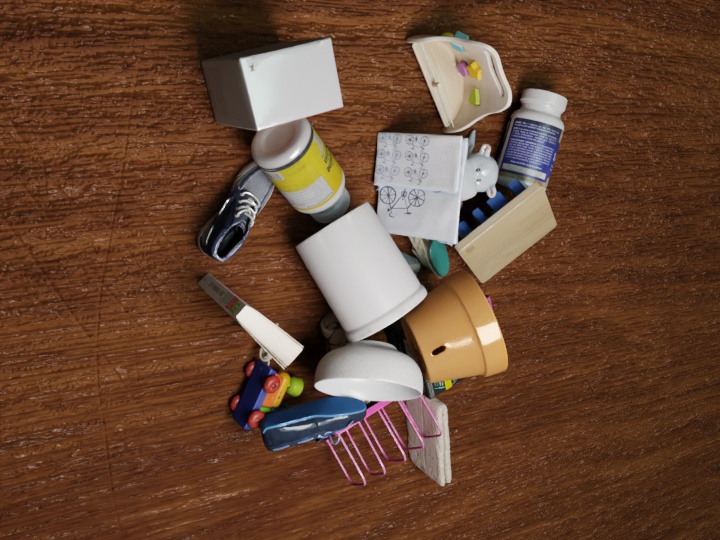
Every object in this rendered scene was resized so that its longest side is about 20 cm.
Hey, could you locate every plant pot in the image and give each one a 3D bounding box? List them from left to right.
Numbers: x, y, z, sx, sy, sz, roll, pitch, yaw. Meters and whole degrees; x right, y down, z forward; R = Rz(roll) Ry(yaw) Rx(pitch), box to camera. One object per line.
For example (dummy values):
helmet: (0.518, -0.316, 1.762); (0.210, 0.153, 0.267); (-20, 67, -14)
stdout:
plant pot: (0.162, 0.118, 1.265); (0.139, 0.200, 0.201); (-23, 115, -6)

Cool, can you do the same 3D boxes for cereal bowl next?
cereal bowl: (0.017, 0.180, 1.259); (0.199, 0.200, 0.084); (19, 64, -33)

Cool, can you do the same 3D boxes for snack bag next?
snack bag: (0.105, -0.156, 1.293); (0.021, 0.188, 0.201); (-10, 108, -56)

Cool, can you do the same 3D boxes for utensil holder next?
utensil holder: (0.000, 0.000, 1.248); (0.170, 0.170, 0.201); (-32, 95, -18)

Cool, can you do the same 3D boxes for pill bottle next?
pill bottle: (-0.095, -0.169, 1.194); (0.112, 0.112, 0.200); (-50, 142, -8)
pill bottle: (0.358, -0.269, 1.443); (0.115, 0.116, 0.201); (11, 99, -32)

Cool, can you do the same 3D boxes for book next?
book: (-0.193, 0.077, 1.173); (0.048, 0.200, 0.134); (-48, 121, -9)

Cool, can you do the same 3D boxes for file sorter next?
file sorter: (0.045, 0.332, 1.393); (0.199, 0.139, 0.126); (-28, 82, -21)

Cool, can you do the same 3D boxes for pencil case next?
pencil case: (-0.019, 0.174, 1.373); (0.089, 0.078, 0.201); (-23, 114, -21)

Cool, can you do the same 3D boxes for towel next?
towel: (0.147, 0.352, 1.487); (0.034, 0.132, 0.201); (-14, 111, -27)

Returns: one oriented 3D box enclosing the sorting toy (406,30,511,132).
sorting toy: (0.205, -0.365, 1.289); (0.107, 0.180, 0.201); (-37, 119, -16)

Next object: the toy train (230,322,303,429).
toy train: (-0.154, 0.207, 1.308); (0.115, 0.085, 0.201); (23, 92, -43)

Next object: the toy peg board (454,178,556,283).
toy peg board: (0.276, -0.098, 1.397); (0.200, 0.098, 0.199); (-39, 151, 7)

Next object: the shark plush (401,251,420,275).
shark plush: (0.033, -0.038, 1.374); (0.200, 0.091, 0.084); (34, 65, -12)

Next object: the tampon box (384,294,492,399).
tampon box: (0.174, 0.143, 1.447); (0.199, 0.126, 0.151); (-27, 116, -21)

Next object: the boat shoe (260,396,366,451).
boat shoe: (-0.086, 0.285, 1.282); (0.199, 0.084, 0.069); (-7, 108, -10)

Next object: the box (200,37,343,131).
box: (-0.144, -0.297, 1.094); (0.152, 0.200, 0.107); (-21, 113, -23)

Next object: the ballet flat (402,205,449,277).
ballet flat: (0.125, -0.066, 1.399); (0.068, 0.062, 0.200); (-55, 136, -30)

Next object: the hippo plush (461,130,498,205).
hippo plush: (0.200, -0.170, 1.352); (0.199, 0.161, 0.160); (-19, 113, -24)

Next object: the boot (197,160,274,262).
boot: (-0.198, -0.102, 1.183); (0.073, 0.090, 0.200); (36, 85, -32)
